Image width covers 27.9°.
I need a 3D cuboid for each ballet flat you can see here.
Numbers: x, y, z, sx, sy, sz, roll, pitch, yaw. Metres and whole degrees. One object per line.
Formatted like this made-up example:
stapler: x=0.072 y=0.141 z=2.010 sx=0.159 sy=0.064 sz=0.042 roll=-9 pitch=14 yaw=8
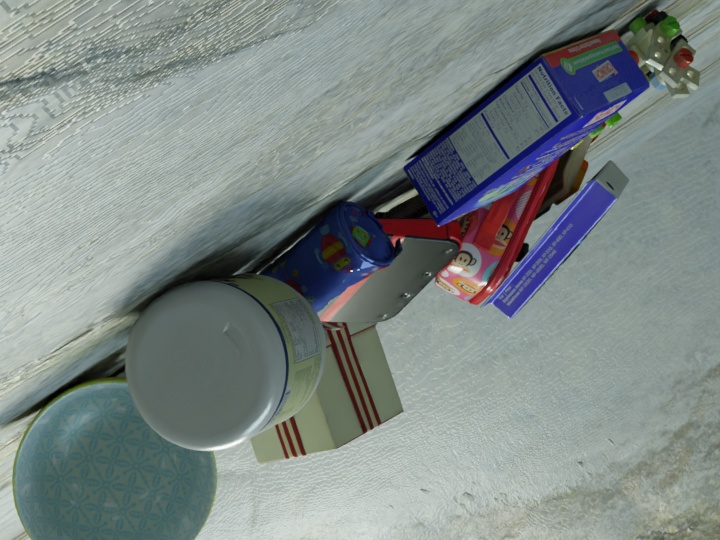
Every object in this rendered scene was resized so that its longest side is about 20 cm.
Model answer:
ballet flat: x=0.063 y=-0.074 z=1.640 sx=0.200 sy=0.046 sz=0.068 roll=-37 pitch=168 yaw=-42

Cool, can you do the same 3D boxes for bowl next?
bowl: x=-0.245 y=0.194 z=1.450 sx=0.199 sy=0.201 sz=0.108 roll=-33 pitch=-166 yaw=-3

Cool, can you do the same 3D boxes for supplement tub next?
supplement tub: x=-0.114 y=0.078 z=1.312 sx=0.144 sy=0.146 sz=0.200 roll=-35 pitch=175 yaw=12

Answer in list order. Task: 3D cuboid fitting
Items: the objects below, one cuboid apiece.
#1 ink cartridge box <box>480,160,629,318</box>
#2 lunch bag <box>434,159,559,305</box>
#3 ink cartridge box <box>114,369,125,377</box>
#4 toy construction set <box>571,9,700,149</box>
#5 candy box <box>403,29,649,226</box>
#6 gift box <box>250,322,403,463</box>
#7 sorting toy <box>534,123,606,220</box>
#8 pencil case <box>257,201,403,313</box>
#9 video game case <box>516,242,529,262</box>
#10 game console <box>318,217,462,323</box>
ink cartridge box: x=0.236 y=-0.034 z=1.728 sx=0.199 sy=0.043 sz=0.200 roll=-51 pitch=173 yaw=20
lunch bag: x=0.154 y=-0.068 z=1.634 sx=0.202 sy=0.081 sz=0.176 roll=-64 pitch=180 yaw=-11
ink cartridge box: x=-0.257 y=0.155 z=1.563 sx=0.199 sy=0.068 sz=0.116 roll=-34 pitch=174 yaw=-4
toy construction set: x=0.275 y=-0.204 z=1.517 sx=0.131 sy=0.093 sz=0.199 roll=-31 pitch=-175 yaw=-39
candy box: x=0.164 y=-0.141 z=1.426 sx=0.199 sy=0.077 sz=0.169 roll=-36 pitch=173 yaw=36
gift box: x=-0.055 y=0.137 z=1.981 sx=0.199 sy=0.189 sz=0.184 roll=-18 pitch=-177 yaw=36
sorting toy: x=0.250 y=-0.139 z=1.771 sx=0.186 sy=0.036 sz=0.200 roll=-63 pitch=-174 yaw=-25
pencil case: x=-0.053 y=0.008 z=1.440 sx=0.199 sy=0.078 sz=0.087 roll=-37 pitch=-172 yaw=31
video game case: x=0.117 y=-0.031 z=1.833 sx=0.179 sy=0.026 sz=0.200 roll=6 pitch=-178 yaw=11
game console: x=0.000 y=0.000 z=1.565 sx=0.175 sy=0.031 sz=0.200 roll=4 pitch=148 yaw=-29
